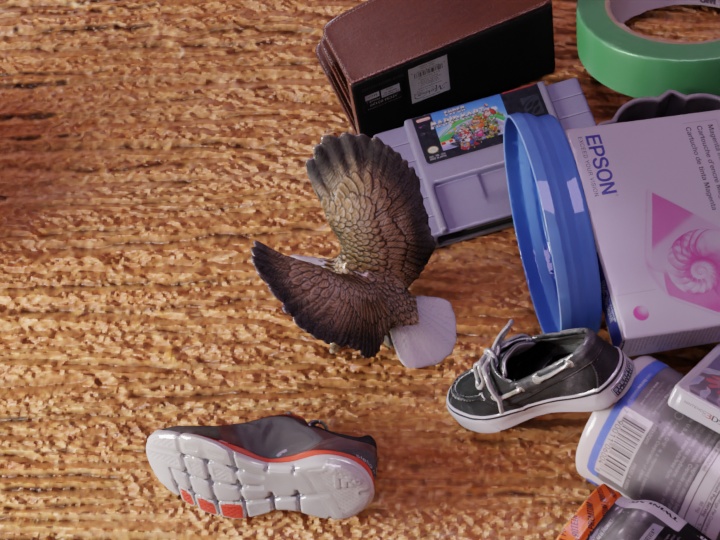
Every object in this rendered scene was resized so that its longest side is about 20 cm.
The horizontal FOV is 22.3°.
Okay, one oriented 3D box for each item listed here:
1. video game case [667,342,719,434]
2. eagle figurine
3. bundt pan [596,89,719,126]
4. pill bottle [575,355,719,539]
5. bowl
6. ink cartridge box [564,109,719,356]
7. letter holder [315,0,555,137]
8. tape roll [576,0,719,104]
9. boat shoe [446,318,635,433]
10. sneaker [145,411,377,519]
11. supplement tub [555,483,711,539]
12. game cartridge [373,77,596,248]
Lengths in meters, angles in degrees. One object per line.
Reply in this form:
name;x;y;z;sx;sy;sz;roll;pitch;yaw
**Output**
video game case;0.354;0.110;1.435;0.182;0.023;0.200;29;26;18
eagle figurine;-0.007;0.001;1.514;0.150;0.200;0.152;-18;66;-2
bundt pan;0.278;-0.050;1.570;0.201;0.076;0.203;3;62;-5
pill bottle;0.280;0.162;1.437;0.200;0.114;0.114;32;68;22
bowl;0.159;-0.035;1.516;0.039;0.201;0.201;-12;59;-2
ink cartridge box;0.281;-0.037;1.500;0.199;0.043;0.197;-9;64;-8
letter holder;0.062;-0.229;1.702;0.199;0.101;0.143;-22;58;-6
tape roll;0.297;-0.225;1.661;0.199;0.048;0.201;-4;38;3
boat shoe;0.128;0.082;1.469;0.199;0.068;0.074;-9;45;55
sneaker;-0.078;0.157;1.526;0.199;0.077;0.082;9;34;11
supplement tub;0.236;0.257;1.371;0.200;0.123;0.123;36;70;15
game cartridge;0.121;-0.098;1.658;0.199;0.038;0.130;-16;63;-2
